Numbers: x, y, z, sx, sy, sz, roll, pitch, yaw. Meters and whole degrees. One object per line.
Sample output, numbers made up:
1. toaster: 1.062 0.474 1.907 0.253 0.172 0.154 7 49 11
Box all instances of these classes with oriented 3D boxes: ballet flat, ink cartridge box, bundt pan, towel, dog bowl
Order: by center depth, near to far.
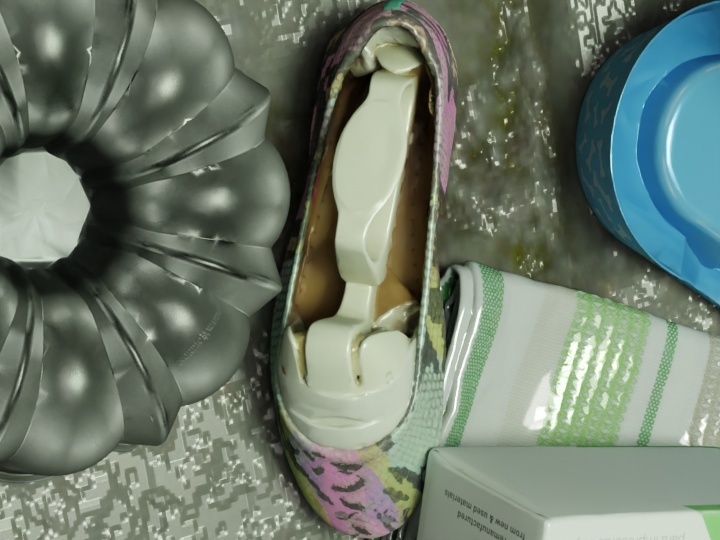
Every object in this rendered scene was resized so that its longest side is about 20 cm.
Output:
1. bundt pan: -0.110 -0.020 0.760 0.200 0.076 0.204 -3 97 -25
2. ballet flat: 0.000 0.000 0.811 0.068 0.071 0.202 7 92 9
3. ink cartridge box: 0.091 0.174 0.836 0.144 0.087 0.202 3 102 -31
4. towel: 0.104 0.091 0.894 0.198 0.031 0.151 16 89 -25
5. dog bowl: 0.170 -0.029 0.902 0.199 0.049 0.112 32 82 -23
